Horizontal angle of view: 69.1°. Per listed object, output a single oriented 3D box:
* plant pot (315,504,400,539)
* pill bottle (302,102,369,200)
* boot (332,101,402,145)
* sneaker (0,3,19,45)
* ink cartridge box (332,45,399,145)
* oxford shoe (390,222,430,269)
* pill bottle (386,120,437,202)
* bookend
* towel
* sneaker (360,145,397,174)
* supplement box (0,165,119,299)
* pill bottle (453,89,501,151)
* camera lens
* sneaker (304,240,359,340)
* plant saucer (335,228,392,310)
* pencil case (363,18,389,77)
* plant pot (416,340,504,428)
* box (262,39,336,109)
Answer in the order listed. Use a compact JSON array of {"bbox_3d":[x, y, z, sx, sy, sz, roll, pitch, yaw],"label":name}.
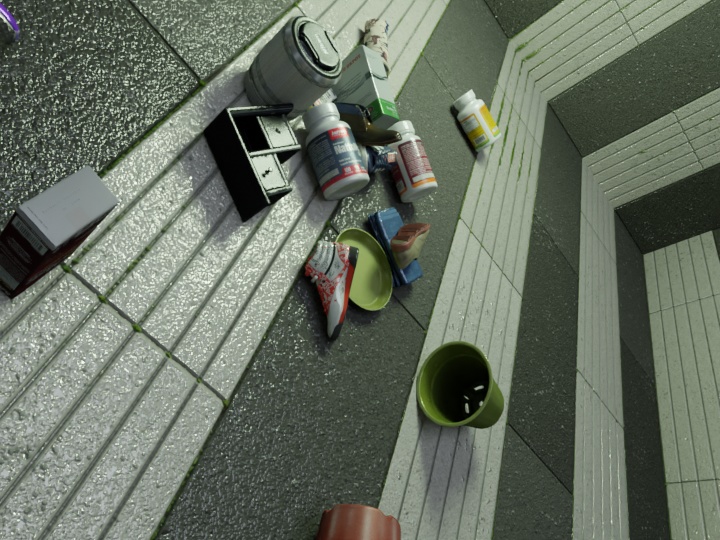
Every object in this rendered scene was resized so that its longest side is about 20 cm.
[{"bbox_3d":[-0.011,0.517,0.863,0.200,0.199,0.198,40,37,-26],"label":"plant pot"},{"bbox_3d":[-0.065,-0.285,1.246,0.118,0.118,0.205,-16,83,-50],"label":"pill bottle"},{"bbox_3d":[0.010,-0.363,1.291,0.075,0.194,0.100,-44,137,-60],"label":"boot"},{"bbox_3d":[-0.589,-0.440,0.778,0.199,0.069,0.101,42,42,-26],"label":"sneaker"},{"bbox_3d":[0.005,-0.463,1.392,0.082,0.145,0.206,-2,73,-49],"label":"ink cartridge box"},{"bbox_3d":[0.128,-0.068,1.335,0.199,0.069,0.077,-39,126,-52],"label":"oxford shoe"},{"bbox_3d":[0.135,-0.308,1.484,0.113,0.113,0.205,-12,81,-49],"label":"pill bottle"},{"bbox_3d":[-0.193,-0.231,1.096,0.197,0.091,0.205,-25,91,-51],"label":"bookend"},{"bbox_3d":[0.091,-0.061,1.362,0.110,0.048,0.205,-19,85,-50],"label":"towel"},{"bbox_3d":[0.051,-0.289,1.347,0.200,0.082,0.077,-55,144,-69],"label":"sneaker"},{"bbox_3d":[-0.407,-0.045,0.681,0.061,0.197,0.110,51,42,-16],"label":"supplement box"},{"bbox_3d":[0.427,-0.556,1.935,0.203,0.110,0.111,56,41,-11],"label":"pill bottle"},{"bbox_3d":[-0.149,-0.446,1.169,0.158,0.198,0.164,24,54,-38],"label":"camera lens"},{"bbox_3d":[-0.074,0.039,1.123,0.105,0.067,0.208,13,84,-4],"label":"sneaker"},{"bbox_3d":[0.000,0.000,1.244,0.197,0.031,0.206,24,55,-39],"label":"plant saucer"},{"bbox_3d":[0.053,-0.679,1.606,0.087,0.078,0.206,15,59,-26],"label":"pencil case"},{"bbox_3d":[0.266,0.305,1.290,0.189,0.196,0.205,39,45,-45],"label":"plant pot"},{"bbox_3d":[-0.150,-0.498,1.322,0.202,0.034,0.111,53,41,-15],"label":"box"}]
